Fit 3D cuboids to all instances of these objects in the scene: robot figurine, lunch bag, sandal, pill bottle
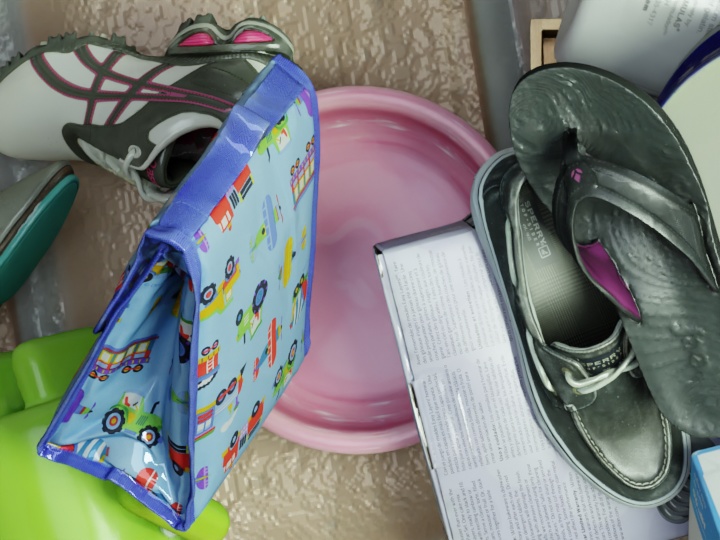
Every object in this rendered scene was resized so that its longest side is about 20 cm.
[{"bbox_3d":[-0.153,0.136,1.229,0.175,0.116,0.201,-18,88,30],"label":"robot figurine"},{"bbox_3d":[-0.072,0.001,1.113,0.094,0.151,0.201,26,133,7],"label":"lunch bag"},{"bbox_3d":[0.135,-0.008,1.060,0.075,0.048,0.201,-27,100,24],"label":"sandal"},{"bbox_3d":[0.211,-0.127,1.175,0.199,0.114,0.115,20,90,-2],"label":"pill bottle"}]

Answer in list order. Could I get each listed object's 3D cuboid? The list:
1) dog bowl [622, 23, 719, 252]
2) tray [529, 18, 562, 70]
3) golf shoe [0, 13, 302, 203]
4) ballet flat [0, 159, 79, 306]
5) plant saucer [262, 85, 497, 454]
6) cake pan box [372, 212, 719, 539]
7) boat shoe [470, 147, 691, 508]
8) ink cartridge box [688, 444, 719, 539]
[{"bbox_3d":[0.229,-0.032,1.092,0.199,0.079,0.201,6,112,16],"label":"dog bowl"},{"bbox_3d":[0.144,-0.038,1.250,0.098,0.037,0.202,-1,89,5],"label":"tray"},{"bbox_3d":[-0.127,-0.081,1.226,0.199,0.077,0.089,-9,54,25],"label":"golf shoe"},{"bbox_3d":[-0.224,0.013,1.245,0.064,0.067,0.201,33,111,10],"label":"ballet flat"},{"bbox_3d":[0.000,0.000,1.251,0.199,0.051,0.202,0,88,8],"label":"plant saucer"},{"bbox_3d":[0.114,0.052,1.193,0.183,0.052,0.201,-16,97,-5],"label":"cake pan box"},{"bbox_3d":[0.110,0.035,1.130,0.072,0.071,0.201,-29,99,-2],"label":"boat shoe"},{"bbox_3d":[0.233,0.160,1.179,0.115,0.201,0.068,-13,52,-3],"label":"ink cartridge box"}]
